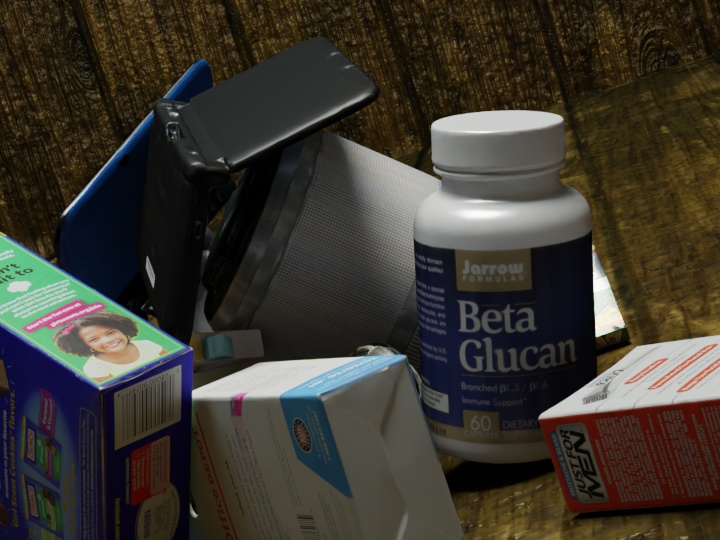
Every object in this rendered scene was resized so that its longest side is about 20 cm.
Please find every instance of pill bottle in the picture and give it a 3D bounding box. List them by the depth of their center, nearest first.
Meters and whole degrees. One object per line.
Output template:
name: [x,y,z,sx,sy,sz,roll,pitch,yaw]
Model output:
pill bottle: [0.088,0.007,1.259,0.110,0.202,0.111,-4,12,1]

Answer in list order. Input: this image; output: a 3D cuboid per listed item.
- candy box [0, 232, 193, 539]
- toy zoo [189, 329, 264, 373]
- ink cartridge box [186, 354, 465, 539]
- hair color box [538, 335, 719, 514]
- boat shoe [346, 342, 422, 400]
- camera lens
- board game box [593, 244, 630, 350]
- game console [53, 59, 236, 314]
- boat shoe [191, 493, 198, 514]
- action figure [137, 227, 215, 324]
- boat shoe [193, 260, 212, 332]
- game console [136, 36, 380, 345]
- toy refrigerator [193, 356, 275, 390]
candy box: [-0.192,0.093,1.249,0.199,0.170,0.077,27,35,37]
toy zoo: [-0.156,0.064,1.359,0.131,0.021,0.199,-3,-9,-45]
ink cartridge box: [-0.037,0.115,1.188,0.068,0.116,0.199,-22,9,-33]
hair color box: [0.209,0.076,1.093,0.199,0.064,0.111,-9,13,42]
boat shoe: [0.012,0.084,1.314,0.064,0.071,0.200,-49,-2,-4]
camera lens: [0.000,0.000,1.424,0.199,0.161,0.160,22,3,-9]
board game box: [0.090,0.037,1.528,0.198,0.105,0.024,-19,-33,0]
game console: [-0.186,-0.039,1.470,0.170,0.119,0.200,-9,34,43]
boat shoe: [-0.094,0.128,1.310,0.199,0.076,0.074,7,31,33]
action figure: [-0.131,0.001,1.618,0.199,0.102,0.119,-24,-25,-31]
boat shoe: [-0.054,0.013,1.571,0.199,0.070,0.066,-25,-25,-20]
game console: [-0.072,-0.056,1.324,0.115,0.178,0.200,5,14,-13]
toy refrigerator: [-0.071,0.080,1.645,0.070,0.077,0.199,-22,8,-29]
